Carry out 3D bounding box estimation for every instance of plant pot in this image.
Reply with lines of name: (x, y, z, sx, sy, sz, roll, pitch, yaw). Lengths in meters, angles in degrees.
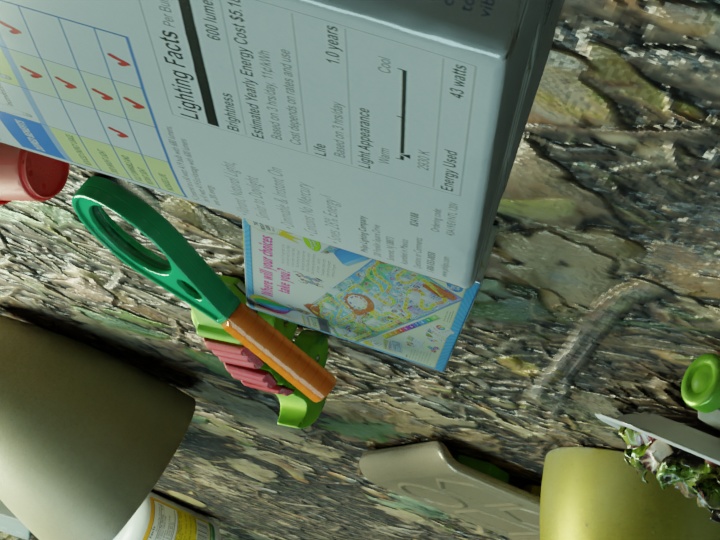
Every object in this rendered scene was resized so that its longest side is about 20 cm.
plant pot: (-0.281, 0.132, 1.440, 0.200, 0.188, 0.187, 38, 159, -13)
plant pot: (0.220, 0.238, 1.251, 0.198, 0.143, 0.200, 17, 163, 6)

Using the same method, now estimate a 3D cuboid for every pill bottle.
pill bottle: (-0.301, 0.366, 2.253, 0.199, 0.114, 0.112, 32, 159, -37)

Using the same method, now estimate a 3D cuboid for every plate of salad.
plate of salad: (0.238, 0.140, 1.032, 0.199, 0.048, 0.200, 23, 177, 1)

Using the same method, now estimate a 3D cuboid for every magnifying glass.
magnifying glass: (-0.096, 0.012, 1.005, 0.200, 0.022, 0.080, 42, 159, -9)

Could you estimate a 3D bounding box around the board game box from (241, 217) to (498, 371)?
board game box: (0.000, 0.000, 0.930, 0.133, 0.034, 0.200, 18, 163, 2)

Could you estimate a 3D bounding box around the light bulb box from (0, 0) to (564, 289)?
light bulb box: (-0.038, -0.104, 0.492, 0.198, 0.126, 0.198, 18, 164, 6)

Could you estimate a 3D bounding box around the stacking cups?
stacking cups: (-0.258, -0.069, 0.974, 0.199, 0.061, 0.060, 1, 157, 32)

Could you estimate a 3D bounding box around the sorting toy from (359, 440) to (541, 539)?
sorting toy: (0.115, 0.203, 1.448, 0.199, 0.037, 0.185, 29, 161, -16)

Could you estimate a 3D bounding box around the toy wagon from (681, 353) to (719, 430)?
toy wagon: (0.280, 0.083, 0.884, 0.154, 0.040, 0.199, 27, 161, -27)

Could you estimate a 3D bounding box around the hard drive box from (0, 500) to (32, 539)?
hard drive box: (-0.352, 0.188, 1.684, 0.076, 0.157, 0.200, 20, 164, -6)

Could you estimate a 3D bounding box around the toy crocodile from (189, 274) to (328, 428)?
toy crocodile: (-0.072, 0.053, 1.124, 0.067, 0.062, 0.200, 12, 161, 20)
